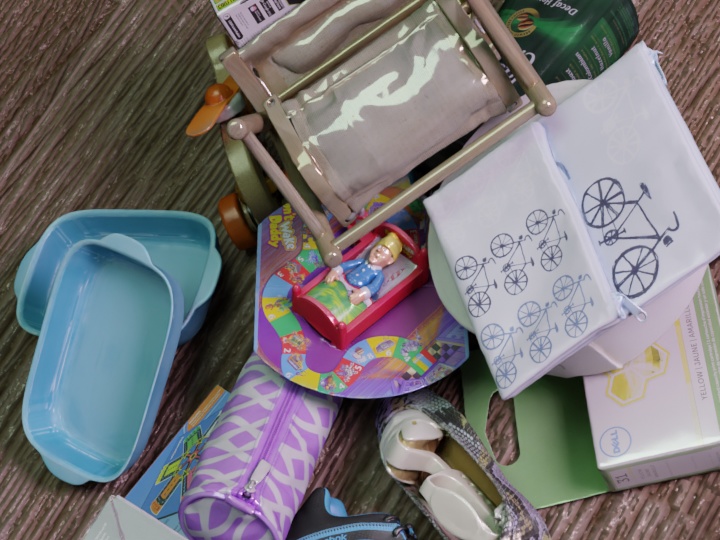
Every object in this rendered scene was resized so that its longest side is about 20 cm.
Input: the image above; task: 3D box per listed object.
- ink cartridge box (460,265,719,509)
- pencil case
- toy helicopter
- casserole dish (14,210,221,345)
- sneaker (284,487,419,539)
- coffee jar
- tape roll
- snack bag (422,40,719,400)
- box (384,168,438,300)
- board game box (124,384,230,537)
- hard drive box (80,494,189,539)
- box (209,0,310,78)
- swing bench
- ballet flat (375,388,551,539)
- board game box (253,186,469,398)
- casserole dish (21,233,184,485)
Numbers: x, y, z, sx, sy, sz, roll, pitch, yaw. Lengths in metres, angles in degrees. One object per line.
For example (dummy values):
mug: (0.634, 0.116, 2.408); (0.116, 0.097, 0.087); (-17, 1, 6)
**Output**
ink cartridge box: (0.164, 0.086, 1.225); (0.198, 0.048, 0.147); (-14, 55, 14)
pencil case: (-0.065, 0.118, 1.255); (0.083, 0.086, 0.201); (18, 48, 4)
toy helicopter: (-0.104, -0.126, 1.436); (0.078, 0.132, 0.201); (-24, 52, 9)
casserole dish: (-0.196, 0.011, 1.440); (0.198, 0.039, 0.122); (2, 63, 28)
sneaker: (0.023, 0.208, 1.193); (0.199, 0.073, 0.082); (16, 68, 33)
coffee jar: (0.128, -0.147, 1.369); (0.104, 0.085, 0.201); (24, 72, 35)
tape roll: (0.147, -0.029, 1.222); (0.201, 0.071, 0.204); (-19, 57, 30)
snack bag: (0.145, -0.036, 1.163); (0.199, 0.021, 0.190); (-35, 49, 20)
box: (0.013, -0.034, 1.373); (0.082, 0.049, 0.201); (-24, 52, 10)
board game box: (-0.136, 0.190, 1.315); (0.103, 0.019, 0.200); (31, 75, 35)
hard drive box: (-0.153, 0.258, 1.155); (0.076, 0.200, 0.157); (28, 74, 19)
box: (-0.032, -0.177, 1.391); (0.109, 0.200, 0.035); (-30, 50, 3)
swing bench: (0.013, -0.138, 1.261); (0.198, 0.130, 0.200); (-34, 22, 9)
ballet flat: (0.057, 0.142, 1.213); (0.072, 0.072, 0.200); (-41, 49, -4)
board game box: (0.000, 0.000, 1.271); (0.156, 0.039, 0.201); (0, 51, 0)
casserole dish: (-0.199, 0.070, 1.366); (0.120, 0.039, 0.202); (22, 101, 28)
